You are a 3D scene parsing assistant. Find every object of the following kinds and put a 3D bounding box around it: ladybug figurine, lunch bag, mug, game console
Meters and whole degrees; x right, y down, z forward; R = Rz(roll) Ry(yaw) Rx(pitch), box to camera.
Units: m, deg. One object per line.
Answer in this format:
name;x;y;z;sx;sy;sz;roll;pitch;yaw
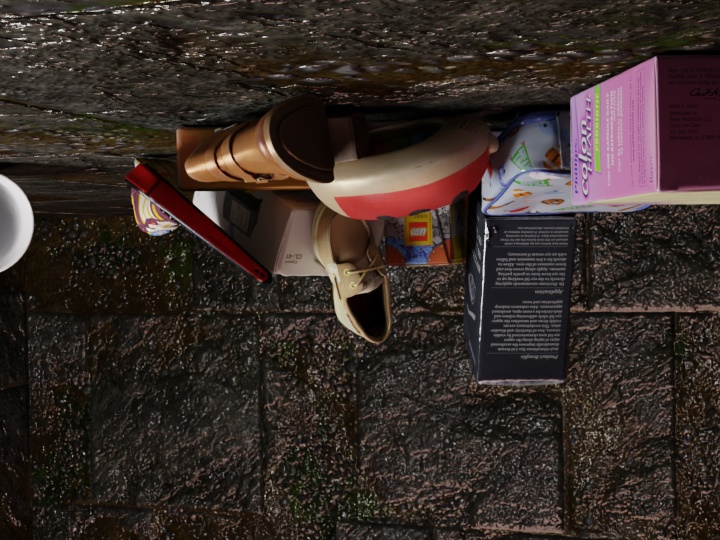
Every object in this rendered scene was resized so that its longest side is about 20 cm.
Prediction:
ladybug figurine;0.042;-0.097;1.011;0.198;0.073;0.136;-7;-156;28
lunch bag;0.216;-0.104;1.041;0.198;0.076;0.160;0;166;-12
mug;-0.585;-0.089;1.484;0.199;0.149;0.175;33;170;-30
game console;-0.167;-0.041;1.102;0.177;0.031;0.200;42;177;-3

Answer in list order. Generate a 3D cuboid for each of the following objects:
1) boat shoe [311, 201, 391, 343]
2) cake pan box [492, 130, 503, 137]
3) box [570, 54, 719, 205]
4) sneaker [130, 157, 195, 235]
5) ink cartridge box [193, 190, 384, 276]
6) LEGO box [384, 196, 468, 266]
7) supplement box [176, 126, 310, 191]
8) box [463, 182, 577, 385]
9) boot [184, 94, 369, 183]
boat shoe;0.000;0.000;1.143;0.074;0.201;0.066;-33;-134;-16
cake pan box;0.248;-0.136;1.228;0.182;0.053;0.200;1;-178;13
box;0.278;-0.104;0.811;0.174;0.098;0.200;-2;180;-5
sneaker;-0.249;-0.080;1.344;0.074;0.091;0.200;1;-158;-26
ink cartridge box;-0.085;-0.075;1.221;0.147;0.086;0.200;-1;-154;-40
LEGO box;0.083;-0.082;1.235;0.076;0.151;0.200;-1;-179;12
supplement box;-0.095;-0.118;1.101;0.198;0.067;0.069;-1;-179;-5
box;0.179;0.011;1.192;0.103;0.202;0.148;-1;-158;-1
boot;-0.092;-0.106;0.922;0.153;0.075;0.200;-5;-177;20
